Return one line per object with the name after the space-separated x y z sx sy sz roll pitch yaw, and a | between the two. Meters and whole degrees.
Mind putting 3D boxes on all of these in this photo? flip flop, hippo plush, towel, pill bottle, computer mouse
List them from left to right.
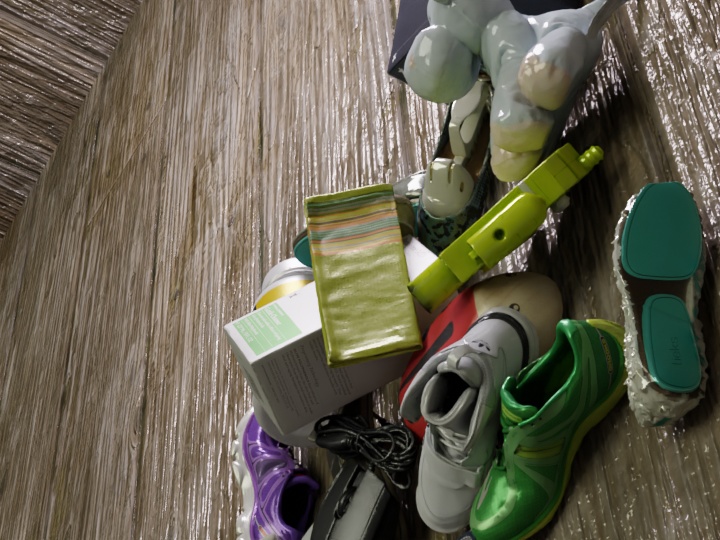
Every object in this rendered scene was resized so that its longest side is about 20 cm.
-0.058 0.078 1.792 0.113 0.112 0.201 -54 23 28 | pill bottle
-0.014 0.229 1.524 0.138 0.052 0.202 6 91 54 | computer mouse
0.000 0.000 1.549 0.018 0.085 0.201 72 -174 -46 | towel
0.017 0.179 1.591 0.081 0.057 0.201 -58 37 40 | flip flop
0.119 -0.195 1.522 0.201 0.160 0.159 -63 -10 13 | hippo plush

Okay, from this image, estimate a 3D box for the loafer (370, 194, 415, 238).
0.022 0.001 1.694 0.200 0.075 0.069 91 167 -55 | loafer

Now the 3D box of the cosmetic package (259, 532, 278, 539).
-0.102 0.289 1.514 0.105 0.071 0.200 -29 -3 -3 | cosmetic package

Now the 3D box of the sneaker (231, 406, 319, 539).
-0.076 0.215 1.776 0.083 0.080 0.201 -35 41 26 | sneaker

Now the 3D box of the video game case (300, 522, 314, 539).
-0.076 0.367 1.646 0.200 0.025 0.181 -56 23 24 | video game case

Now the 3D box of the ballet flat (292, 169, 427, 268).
0.017 -0.053 1.779 0.199 0.067 0.064 -18 37 37 | ballet flat

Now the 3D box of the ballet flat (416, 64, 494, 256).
0.092 -0.109 1.673 0.074 0.074 0.201 -21 49 62 | ballet flat

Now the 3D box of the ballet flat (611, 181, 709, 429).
0.212 0.027 1.263 0.072 0.071 0.201 -43 30 46 | ballet flat

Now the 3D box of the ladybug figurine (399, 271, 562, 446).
0.094 0.078 1.480 0.200 0.072 0.136 -54 24 29 | ladybug figurine

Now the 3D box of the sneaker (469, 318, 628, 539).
0.130 0.119 1.325 0.201 0.083 0.074 -62 30 12 | sneaker

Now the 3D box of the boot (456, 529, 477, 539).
0.037 0.281 1.371 0.201 0.090 0.073 -65 21 4 | boot

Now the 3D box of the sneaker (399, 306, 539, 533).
0.071 0.129 1.376 0.115 0.075 0.201 -22 -46 -58 | sneaker

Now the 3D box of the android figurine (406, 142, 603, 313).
0.124 -0.038 1.474 0.200 0.041 0.182 -40 -3 -1 | android figurine

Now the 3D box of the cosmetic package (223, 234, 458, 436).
-0.010 0.057 1.590 0.199 0.085 0.108 -28 23 -10 | cosmetic package

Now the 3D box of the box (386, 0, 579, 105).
0.128 -0.293 1.754 0.200 0.104 0.183 -41 31 49 | box
